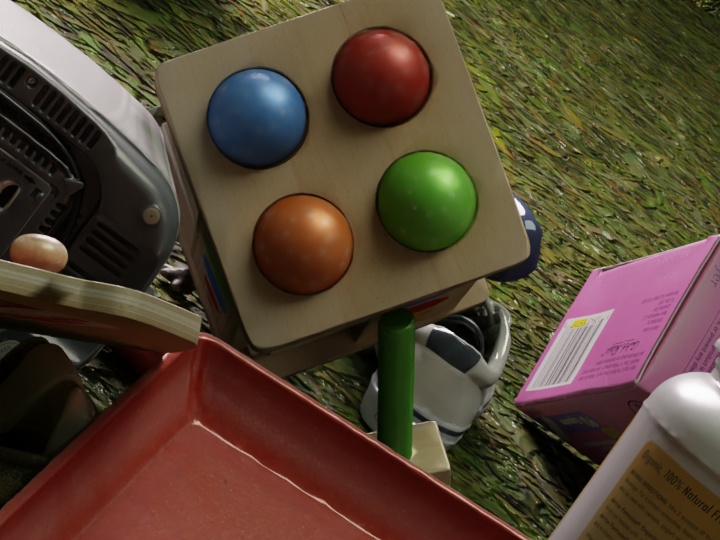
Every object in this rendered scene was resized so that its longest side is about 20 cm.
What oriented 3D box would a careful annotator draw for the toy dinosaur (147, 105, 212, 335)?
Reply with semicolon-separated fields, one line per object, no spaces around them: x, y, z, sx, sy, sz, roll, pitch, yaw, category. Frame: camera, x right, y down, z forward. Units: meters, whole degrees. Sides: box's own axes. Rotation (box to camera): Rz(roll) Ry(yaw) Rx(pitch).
-0.028;-0.012;1.299;0.200;0.102;0.077;25;20;-41;toy dinosaur

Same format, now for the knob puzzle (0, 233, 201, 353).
-0.139;-0.003;0.919;0.218;0.031;0.220;9;-7;1;knob puzzle

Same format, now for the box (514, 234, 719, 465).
0.212;0.084;1.465;0.200;0.097;0.176;35;-15;-12;box

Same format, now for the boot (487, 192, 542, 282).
0.021;-0.033;1.461;0.090;0.073;0.200;11;12;-24;boot

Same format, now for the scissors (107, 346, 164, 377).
-0.067;0.060;1.159;0.200;0.014;0.073;45;14;28;scissors

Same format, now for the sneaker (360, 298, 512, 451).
0.050;0.040;1.392;0.073;0.071;0.200;37;14;-5;sneaker

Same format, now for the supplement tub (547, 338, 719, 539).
0.141;0.130;1.048;0.144;0.200;0.144;35;7;-5;supplement tub

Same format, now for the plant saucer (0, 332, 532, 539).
-0.020;0.122;0.922;0.199;0.037;0.200;32;30;7;plant saucer

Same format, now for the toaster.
-0.163;-0.051;1.075;0.200;0.114;0.129;35;11;-10;toaster

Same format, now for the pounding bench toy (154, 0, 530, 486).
0.000;0.000;1.149;0.156;0.124;0.201;125;-55;-79;pounding bench toy

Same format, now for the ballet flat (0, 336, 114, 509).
-0.135;0.047;0.931;0.200;0.071;0.071;22;21;-49;ballet flat
